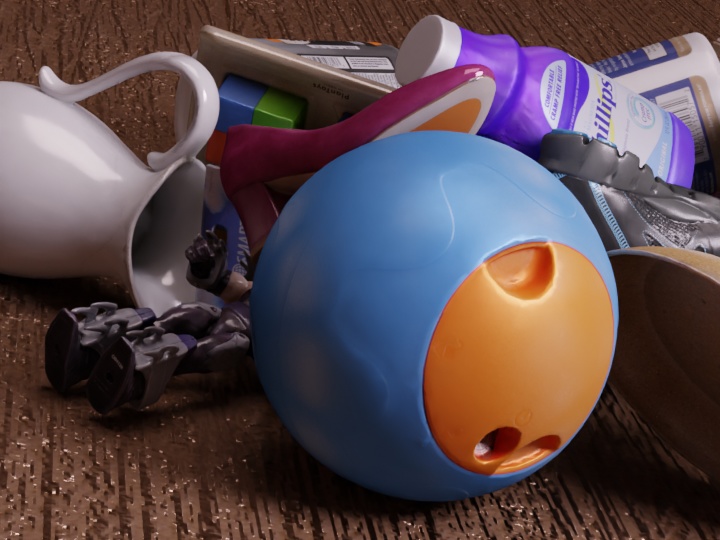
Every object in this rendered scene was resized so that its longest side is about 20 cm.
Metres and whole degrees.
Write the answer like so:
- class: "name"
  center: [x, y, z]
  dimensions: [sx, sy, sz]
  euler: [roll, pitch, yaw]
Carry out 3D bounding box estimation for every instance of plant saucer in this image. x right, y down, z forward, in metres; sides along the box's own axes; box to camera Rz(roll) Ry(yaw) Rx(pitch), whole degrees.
- class: "plant saucer"
  center: [0.209, 0.055, 1.392]
  dimensions: [0.200, 0.201, 0.035]
  euler: [25, 59, 40]

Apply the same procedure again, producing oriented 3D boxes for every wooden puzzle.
- class: "wooden puzzle"
  center: [-0.030, -0.048, 1.586]
  dimensions: [0.185, 0.200, 0.046]
  euler: [19, 46, 8]

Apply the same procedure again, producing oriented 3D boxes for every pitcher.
- class: "pitcher"
  center: [-0.184, -0.071, 1.582]
  dimensions: [0.200, 0.172, 0.121]
  euler: [20, 10, 28]

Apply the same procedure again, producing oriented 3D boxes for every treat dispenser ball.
- class: "treat dispenser ball"
  center: [0.040, 0.025, 1.349]
  dimensions: [0.200, 0.202, 0.201]
  euler: [9, 17, -3]

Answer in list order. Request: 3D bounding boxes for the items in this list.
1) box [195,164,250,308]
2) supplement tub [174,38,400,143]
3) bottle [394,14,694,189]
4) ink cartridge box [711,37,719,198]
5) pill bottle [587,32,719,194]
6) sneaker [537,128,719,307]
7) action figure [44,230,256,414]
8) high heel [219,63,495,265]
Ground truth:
- class: "box"
  center: [0.000, 0.000, 1.540]
  dimensions: [0.199, 0.122, 0.048]
  euler: [14, 29, 14]
- class: "supplement tub"
  center: [-0.032, -0.115, 1.906]
  dimensions: [0.199, 0.123, 0.122]
  euler: [-1, 20, -36]
- class: "bottle"
  center: [0.112, -0.091, 1.502]
  dimensions: [0.200, 0.084, 0.065]
  euler: [27, -31, -28]
- class: "ink cartridge box"
  center: [0.320, -0.061, 1.802]
  dimensions: [0.164, 0.201, 0.075]
  euler: [-2, 19, -33]
- class: "pill bottle"
  center: [0.155, -0.083, 1.705]
  dimensions: [0.199, 0.111, 0.111]
  euler: [-17, 18, 1]
- class: "sneaker"
  center: [0.180, -0.014, 1.474]
  dimensions: [0.200, 0.082, 0.073]
  euler: [23, 0, -19]
- class: "action figure"
  center: [-0.082, 0.037, 1.456]
  dimensions: [0.200, 0.070, 0.130]
  euler: [-14, 41, -42]
- class: "high heel"
  center: [-0.005, -0.088, 1.440]
  dimensions: [0.067, 0.200, 0.096]
  euler: [10, 54, -41]
